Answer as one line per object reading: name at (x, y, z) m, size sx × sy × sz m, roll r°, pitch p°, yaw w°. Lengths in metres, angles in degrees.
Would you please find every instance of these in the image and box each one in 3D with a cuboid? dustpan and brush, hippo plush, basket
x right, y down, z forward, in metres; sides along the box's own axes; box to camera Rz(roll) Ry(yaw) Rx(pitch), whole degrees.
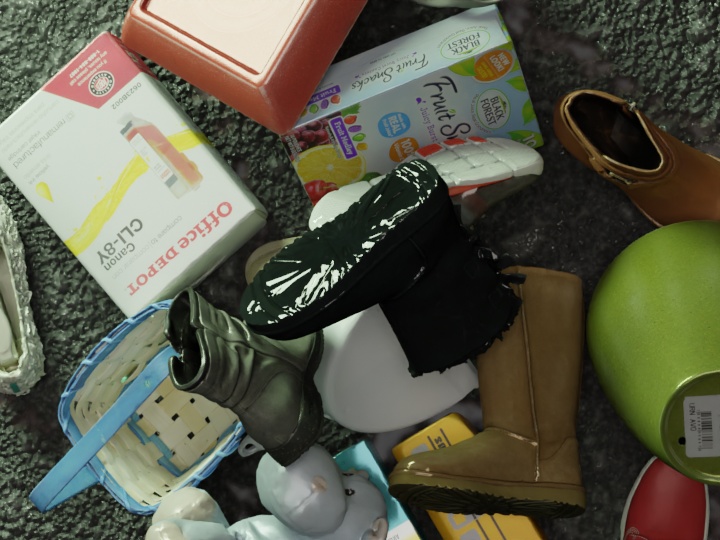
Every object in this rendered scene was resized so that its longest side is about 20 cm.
dustpan and brush at (-0.016, 0.100, 1.658) m, size 0.200 × 0.057 × 0.140 m, roll -39°, pitch 120°, yaw -2°
hippo plush at (-0.052, 0.224, 1.546) m, size 0.160 × 0.160 × 0.200 m, roll -36°, pitch 119°, yaw 13°
basket at (-0.169, 0.114, 1.604) m, size 0.176 × 0.200 × 0.139 m, roll -44°, pitch 86°, yaw 16°

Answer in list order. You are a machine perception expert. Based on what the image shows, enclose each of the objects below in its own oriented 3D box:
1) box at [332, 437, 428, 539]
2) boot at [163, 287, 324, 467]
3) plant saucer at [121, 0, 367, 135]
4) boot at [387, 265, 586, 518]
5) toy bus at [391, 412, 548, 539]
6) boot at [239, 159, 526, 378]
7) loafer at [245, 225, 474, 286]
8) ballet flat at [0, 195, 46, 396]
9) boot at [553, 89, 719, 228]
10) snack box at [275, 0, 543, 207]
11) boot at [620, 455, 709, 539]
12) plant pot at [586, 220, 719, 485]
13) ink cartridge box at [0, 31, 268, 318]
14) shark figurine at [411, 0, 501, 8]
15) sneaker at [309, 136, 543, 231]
box at (0.020, 0.246, 1.665) m, size 0.082 × 0.049 × 0.201 m, roll -31°, pitch 85°, yaw 4°
boot at (-0.092, 0.050, 1.531) m, size 0.068 × 0.200 × 0.131 m, roll -40°, pitch 118°, yaw 17°
plant saucer at (-0.087, -0.237, 1.600) m, size 0.199 × 0.037 × 0.201 m, roll 31°, pitch 91°, yaw 32°
boot at (0.102, 0.094, 1.611) m, size 0.174 × 0.066 × 0.201 m, roll 9°, pitch 65°, yaw -21°
toy bus at (0.110, 0.213, 1.650) m, size 0.078 × 0.065 × 0.201 m, roll -31°, pitch 85°, yaw 3°
boot at (0.022, 0.023, 1.541) m, size 0.198 × 0.163 × 0.073 m, roll -38°, pitch 41°, yaw -4°
loafer at (0.000, 0.000, 1.656) m, size 0.199 × 0.068 × 0.076 m, roll -17°, pitch 122°, yaw 11°
ballet flat at (-0.315, 0.008, 1.697) m, size 0.071 × 0.072 × 0.201 m, roll -20°, pitch 85°, yaw 4°
boot at (0.244, -0.086, 1.604) m, size 0.199 × 0.155 × 0.077 m, roll 36°, pitch 91°, yaw 5°
snack box at (0.038, -0.124, 1.630) m, size 0.199 × 0.142 × 0.053 m, roll -21°, pitch 55°, yaw 3°
boot at (0.236, 0.244, 1.599) m, size 0.072 × 0.144 × 0.201 m, roll 14°, pitch 88°, yaw 7°
plant pot at (0.270, 0.083, 1.546) m, size 0.186 × 0.200 × 0.189 m, roll 2°, pitch 110°, yaw 4°
ink cartridge box at (-0.194, -0.076, 1.679) m, size 0.145 × 0.083 × 0.200 m, roll -41°, pitch 85°, yaw 2°
shark figurine at (0.041, -0.267, 1.621) m, size 0.128 × 0.215 × 0.090 m, roll -26°, pitch 125°, yaw 17°
sneaker at (0.055, -0.045, 1.602) m, size 0.199 × 0.077 × 0.082 m, roll -20°, pitch 121°, yaw -11°
